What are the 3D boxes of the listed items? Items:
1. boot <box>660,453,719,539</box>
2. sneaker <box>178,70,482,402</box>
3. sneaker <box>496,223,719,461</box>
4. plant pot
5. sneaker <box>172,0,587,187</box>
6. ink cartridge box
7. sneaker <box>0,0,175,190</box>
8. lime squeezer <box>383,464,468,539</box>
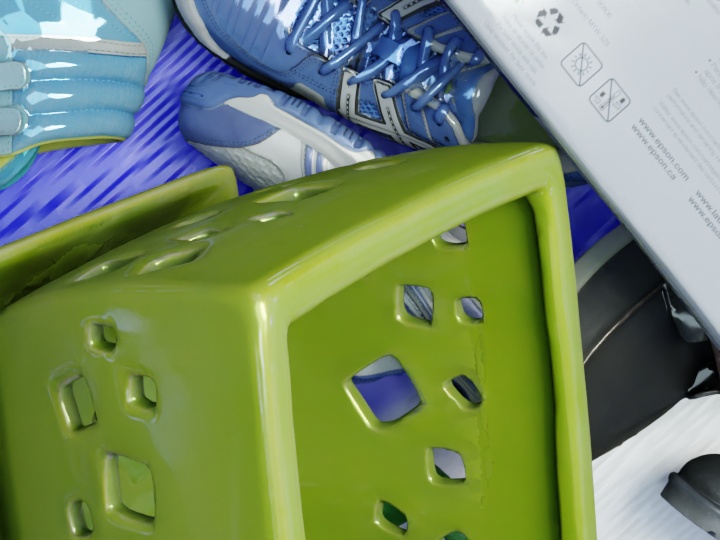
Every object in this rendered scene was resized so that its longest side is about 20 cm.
[{"bbox_3d":[0.237,0.045,0.944,0.164,0.066,0.201,27,93,-13],"label":"boot"},{"bbox_3d":[0.000,0.000,0.921,0.200,0.075,0.088,35,90,-4],"label":"sneaker"},{"bbox_3d":[0.151,0.022,0.889,0.200,0.106,0.075,-39,139,-18],"label":"sneaker"},{"bbox_3d":[-0.041,0.066,0.817,0.181,0.199,0.201,5,109,34],"label":"plant pot"},{"bbox_3d":[0.021,-0.089,0.903,0.199,0.077,0.076,20,92,-15],"label":"sneaker"},{"bbox_3d":[0.150,-0.104,0.821,0.200,0.041,0.200,-39,104,2],"label":"ink cartridge box"},{"bbox_3d":[-0.170,-0.104,0.903,0.199,0.080,0.131,14,90,-4],"label":"sneaker"},{"bbox_3d":[0.026,0.111,0.925,0.199,0.071,0.038,0,137,23],"label":"lime squeezer"}]
